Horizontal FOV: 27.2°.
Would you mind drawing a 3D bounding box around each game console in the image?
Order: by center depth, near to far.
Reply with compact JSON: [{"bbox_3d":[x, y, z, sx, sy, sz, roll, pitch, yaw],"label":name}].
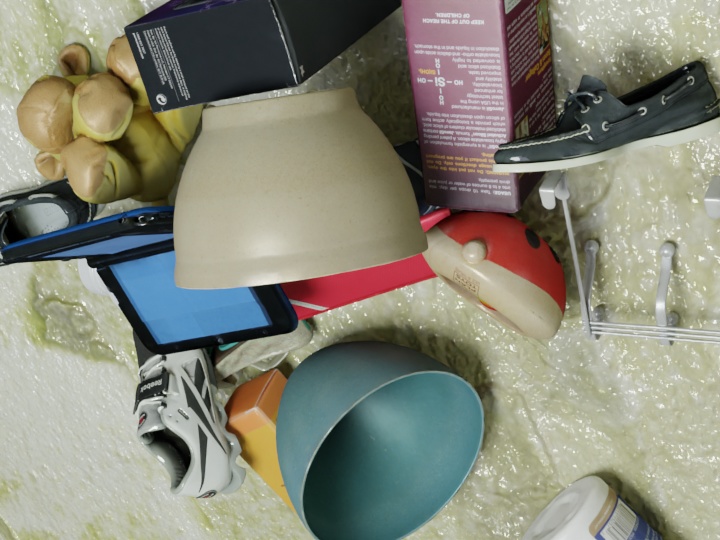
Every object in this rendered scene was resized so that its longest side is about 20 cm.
[{"bbox_3d":[-0.184,0.015,1.301,0.199,0.170,0.119,-12,86,39],"label":"game console"}]

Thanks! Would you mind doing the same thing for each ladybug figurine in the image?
[{"bbox_3d":[0.119,-0.003,1.260,0.135,0.200,0.072,34,88,16],"label":"ladybug figurine"}]

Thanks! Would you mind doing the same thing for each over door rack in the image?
[{"bbox_3d":[0.245,-0.015,1.233,0.147,0.067,0.200,3,140,25],"label":"over door rack"}]

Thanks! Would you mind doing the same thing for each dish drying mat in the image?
[{"bbox_3d":[0.000,0.000,1.354,0.199,0.018,0.077,-18,135,14],"label":"dish drying mat"}]

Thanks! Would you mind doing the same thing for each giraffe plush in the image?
[{"bbox_3d":[-0.244,-0.138,1.387,0.162,0.173,0.200,23,163,26],"label":"giraffe plush"}]

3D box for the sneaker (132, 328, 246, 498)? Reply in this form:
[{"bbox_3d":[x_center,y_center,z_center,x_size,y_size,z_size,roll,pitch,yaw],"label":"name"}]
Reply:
[{"bbox_3d":[-0.185,0.127,1.447,0.074,0.088,0.201,-41,67,34],"label":"sneaker"}]

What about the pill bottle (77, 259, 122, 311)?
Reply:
[{"bbox_3d":[-0.174,0.001,1.436,0.199,0.104,0.105,9,122,32],"label":"pill bottle"}]

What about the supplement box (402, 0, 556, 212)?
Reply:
[{"bbox_3d":[0.099,-0.161,1.202,0.085,0.110,0.201,6,121,25],"label":"supplement box"}]

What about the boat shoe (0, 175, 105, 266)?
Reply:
[{"bbox_3d":[-0.349,-0.045,1.532,0.200,0.060,0.076,-27,104,36],"label":"boat shoe"}]

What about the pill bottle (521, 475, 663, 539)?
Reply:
[{"bbox_3d":[0.253,0.298,1.400,0.200,0.111,0.111,45,128,-3],"label":"pill bottle"}]

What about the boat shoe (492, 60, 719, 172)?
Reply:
[{"bbox_3d":[0.190,-0.121,1.155,0.198,0.074,0.066,-13,101,-12],"label":"boat shoe"}]

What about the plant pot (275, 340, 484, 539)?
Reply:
[{"bbox_3d":[-0.002,0.144,1.408,0.135,0.199,0.201,43,139,44],"label":"plant pot"}]

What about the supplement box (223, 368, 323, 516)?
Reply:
[{"bbox_3d":[-0.052,0.196,1.505,0.066,0.069,0.200,-27,111,36],"label":"supplement box"}]

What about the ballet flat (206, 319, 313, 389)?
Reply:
[{"bbox_3d":[-0.128,0.089,1.500,0.200,0.068,0.062,-27,123,37],"label":"ballet flat"}]

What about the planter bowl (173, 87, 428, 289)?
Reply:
[{"bbox_3d":[-0.055,-0.069,1.155,0.199,0.200,0.136,-5,96,29],"label":"planter bowl"}]

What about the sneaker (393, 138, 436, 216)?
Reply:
[{"bbox_3d":[0.002,-0.093,1.329,0.200,0.108,0.070,33,138,45],"label":"sneaker"}]

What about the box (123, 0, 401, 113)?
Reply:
[{"bbox_3d":[-0.074,-0.206,1.205,0.141,0.200,0.079,-4,114,28],"label":"box"}]
